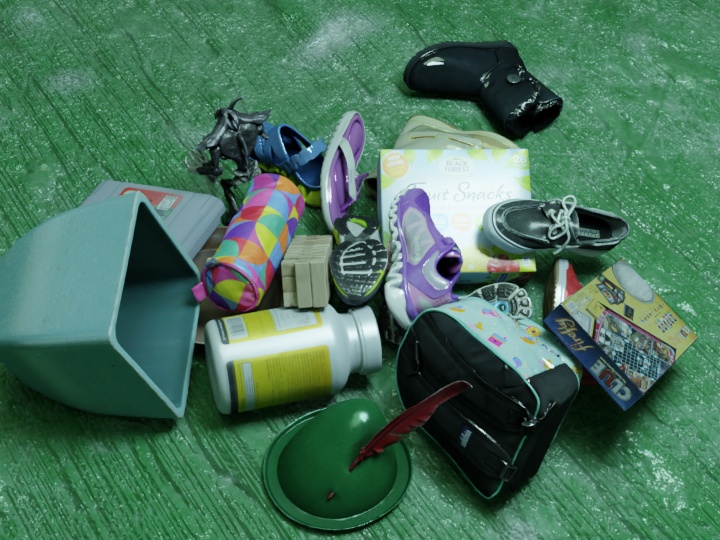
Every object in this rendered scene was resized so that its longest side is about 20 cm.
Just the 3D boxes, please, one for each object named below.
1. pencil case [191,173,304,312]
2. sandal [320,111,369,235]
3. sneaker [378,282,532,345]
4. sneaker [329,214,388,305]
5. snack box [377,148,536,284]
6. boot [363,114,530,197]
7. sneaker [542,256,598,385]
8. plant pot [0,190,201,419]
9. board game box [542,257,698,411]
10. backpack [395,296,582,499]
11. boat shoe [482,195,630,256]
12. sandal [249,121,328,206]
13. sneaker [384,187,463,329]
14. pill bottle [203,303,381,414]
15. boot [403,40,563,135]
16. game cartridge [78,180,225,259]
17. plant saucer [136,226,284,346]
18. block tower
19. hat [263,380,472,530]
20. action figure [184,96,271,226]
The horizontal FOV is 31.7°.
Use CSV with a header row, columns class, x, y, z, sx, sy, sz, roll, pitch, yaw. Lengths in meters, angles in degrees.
class,x,y,z,sx,sy,sz,roll,pitch,yaw
pencil case,-0.136,-0.035,1.582,0.088,0.089,0.201,15,42,10
sandal,-0.014,-0.139,1.724,0.049,0.083,0.204,-6,55,23
sneaker,0.119,0.066,1.575,0.198,0.090,0.079,-1,72,18
sneaker,0.000,0.000,1.577,0.073,0.082,0.200,-1,24,3
snack box,0.122,-0.070,1.655,0.198,0.068,0.170,0,75,-5
boot,0.120,-0.132,1.752,0.198,0.073,0.155,20,48,22
sneaker,0.290,0.067,1.580,0.111,0.072,0.201,5,46,-2
plant pot,-0.319,0.049,1.469,0.198,0.197,0.197,-5,57,16
board game box,0.305,0.069,1.470,0.136,0.035,0.200,48,34,11
backpack,0.142,0.128,1.446,0.199,0.177,0.153,36,38,26
boat shoe,0.250,-0.056,1.600,0.198,0.068,0.074,12,70,-24
sandal,-0.107,-0.173,1.768,0.199,0.088,0.079,30,54,24
sneaker,0.083,-0.022,1.531,0.088,0.081,0.201,-16,46,21
pill bottle,-0.080,0.098,1.499,0.198,0.113,0.113,-9,48,-12
boot,0.183,-0.267,1.875,0.198,0.077,0.169,-11,45,-21
game cartridge,-0.291,-0.058,1.653,0.198,0.041,0.134,9,47,23
plant saucer,-0.185,0.025,1.614,0.198,0.035,0.202,1,47,-1
block tower,-0.062,-0.003,1.557,0.053,0.058,0.200,-3,10,2
hat,-0.012,0.164,1.397,0.199,0.177,0.166,-23,52,-22
action figure,-0.170,-0.152,1.665,0.118,0.201,0.102,-33,47,-25
